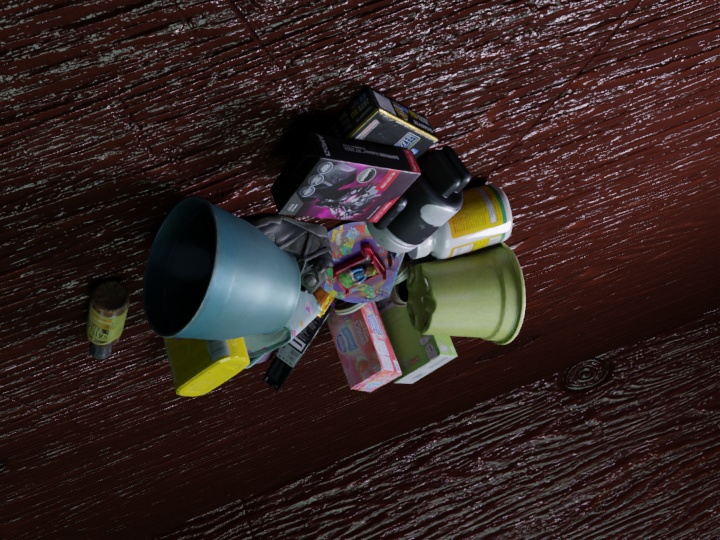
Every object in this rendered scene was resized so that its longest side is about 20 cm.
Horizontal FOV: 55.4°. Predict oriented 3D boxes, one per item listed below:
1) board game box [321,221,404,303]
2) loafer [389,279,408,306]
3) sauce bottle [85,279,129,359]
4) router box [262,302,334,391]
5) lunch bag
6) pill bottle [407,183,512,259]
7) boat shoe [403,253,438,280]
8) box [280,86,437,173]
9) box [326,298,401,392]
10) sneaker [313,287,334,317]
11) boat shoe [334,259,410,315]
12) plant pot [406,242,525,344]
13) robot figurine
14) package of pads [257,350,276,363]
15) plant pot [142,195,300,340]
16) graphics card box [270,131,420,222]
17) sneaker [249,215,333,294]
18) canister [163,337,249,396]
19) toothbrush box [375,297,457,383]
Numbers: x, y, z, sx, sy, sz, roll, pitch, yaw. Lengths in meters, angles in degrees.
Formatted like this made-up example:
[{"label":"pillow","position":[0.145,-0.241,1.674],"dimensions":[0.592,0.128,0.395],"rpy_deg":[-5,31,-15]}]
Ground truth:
[{"label":"board game box","position":[0.000,0.000,1.302],"dimensions":[0.153,0.040,0.203],"rpy_deg":[10,129,-10]},{"label":"loafer","position":[0.100,0.036,1.491],"dimensions":[0.066,0.078,0.199],"rpy_deg":[-12,173,-22]},{"label":"sauce bottle","position":[-0.440,0.094,1.187],"dimensions":[0.064,0.067,0.201],"rpy_deg":[-7,150,-29]},{"label":"router box","position":[-0.138,0.159,1.507],"dimensions":[0.150,0.050,0.201],"rpy_deg":[-56,179,-39]},{"label":"lunch bag","position":[-0.195,0.098,1.296],"dimensions":[0.196,0.124,0.170],"rpy_deg":[-26,-174,20]},{"label":"pill bottle","position":[0.179,-0.088,1.302],"dimensions":[0.194,0.115,0.114],"rpy_deg":[-16,156,-15]},{"label":"boat shoe","position":[0.096,-0.024,1.426],"dimensions":[0.198,0.073,0.061],"rpy_deg":[-27,111,25]},{"label":"box","position":[-0.001,-0.175,1.048],"dimensions":[0.198,0.050,0.158],"rpy_deg":[-37,154,28]},{"label":"box","position":[0.003,0.157,1.538],"dimensions":[0.093,0.204,0.102],"rpy_deg":[-30,155,20]},{"label":"sneaker","position":[-0.077,0.051,1.399],"dimensions":[0.198,0.078,0.073],"rpy_deg":[-37,154,6]},{"label":"boat shoe","position":[0.015,0.025,1.403],"dimensions":[0.198,0.063,0.075],"rpy_deg":[-35,-170,31]},{"label":"plant pot","position":[0.191,0.049,1.338],"dimensions":[0.179,0.206,0.202],"rpy_deg":[-3,151,-18]},{"label":"robot figurine","position":[0.091,-0.120,1.153],"dimensions":[0.147,0.128,0.200],"rpy_deg":[20,135,-32]},{"label":"package of pads","position":[-0.271,0.156,1.449],"dimensions":[0.195,0.077,0.121],"rpy_deg":[-9,154,-29]},{"label":"plant pot","position":[-0.199,0.014,1.039],"dimensions":[0.185,0.205,0.199],"rpy_deg":[18,135,-44]},{"label":"graphics card box","position":[-0.020,-0.131,1.003],"dimensions":[0.196,0.052,0.125],"rpy_deg":[3,145,-41]},{"label":"sneaker","position":[-0.120,-0.026,1.169],"dimensions":[0.196,0.117,0.076],"rpy_deg":[9,141,-46]},{"label":"canister","position":[-0.272,0.090,1.159],"dimensions":[0.147,0.204,0.086],"rpy_deg":[-32,154,23]},{"label":"toothbrush box","position":[0.117,0.140,1.603],"dimensions":[0.144,0.204,0.085],"rpy_deg":[-35,154,28]}]
